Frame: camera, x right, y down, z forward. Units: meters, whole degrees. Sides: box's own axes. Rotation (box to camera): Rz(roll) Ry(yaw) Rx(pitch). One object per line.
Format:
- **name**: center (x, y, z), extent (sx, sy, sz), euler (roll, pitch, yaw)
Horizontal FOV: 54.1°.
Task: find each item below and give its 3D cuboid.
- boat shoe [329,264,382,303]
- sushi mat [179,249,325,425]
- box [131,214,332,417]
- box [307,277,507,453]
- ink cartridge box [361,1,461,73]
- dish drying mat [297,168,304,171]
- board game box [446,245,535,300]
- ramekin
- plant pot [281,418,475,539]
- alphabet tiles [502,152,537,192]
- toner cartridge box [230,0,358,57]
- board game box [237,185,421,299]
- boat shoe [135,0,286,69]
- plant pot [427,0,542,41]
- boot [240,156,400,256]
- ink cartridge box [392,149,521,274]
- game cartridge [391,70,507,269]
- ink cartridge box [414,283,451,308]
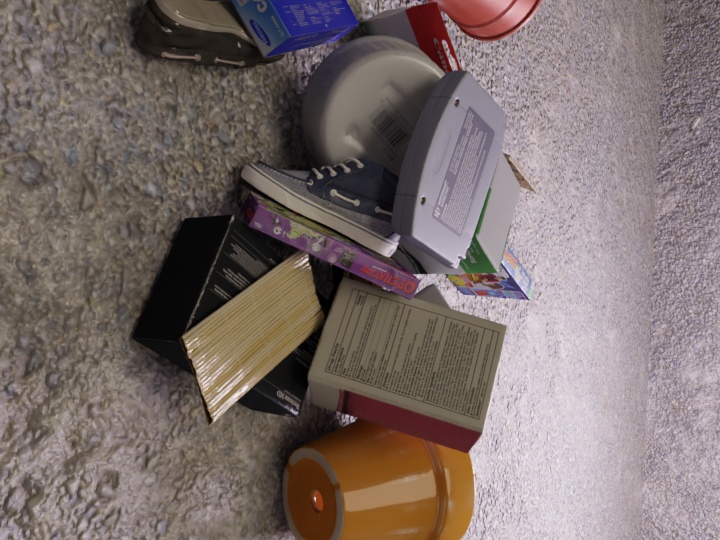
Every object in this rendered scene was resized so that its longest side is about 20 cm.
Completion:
- **boat shoe**: center (0.000, 0.000, 0.916), extent (0.067, 0.072, 0.202), euler (0, 114, -16)
- **sushi mat**: center (-0.101, 0.059, 0.718), extent (0.200, 0.012, 0.097), euler (-41, 123, -48)
- **box**: center (-0.126, 0.054, 0.758), extent (0.200, 0.078, 0.142), euler (46, 51, -46)
- **box**: center (0.052, 0.111, 0.811), extent (0.109, 0.198, 0.129), euler (92, 17, -64)
- **ink cartridge box**: center (0.079, -0.276, 0.967), extent (0.050, 0.200, 0.162), euler (-28, 113, -5)
- **dish drying mat**: center (-0.032, -0.061, 0.952), extent (0.200, 0.018, 0.078), euler (32, 63, -51)
- **board game box**: center (0.198, -0.011, 1.191), extent (0.200, 0.134, 0.035), euler (43, 59, -48)
- **ramekin**: center (0.030, -0.182, 0.873), extent (0.098, 0.199, 0.202), euler (-120, -168, -66)
- **plant pot**: center (0.010, 0.269, 0.879), extent (0.182, 0.199, 0.203), euler (0, 90, -40)
- **alphabet tiles**: center (0.166, -0.164, 1.023), extent (0.200, 0.166, 0.006), euler (27, 90, -57)
- **toner cartridge box**: center (-0.075, -0.309, 0.815), extent (0.096, 0.043, 0.200), euler (59, 30, -8)
- **board game box**: center (-0.038, -0.032, 0.786), extent (0.199, 0.120, 0.033), euler (25, 94, -20)
- **boat shoe**: center (-0.156, -0.247, 0.750), extent (0.067, 0.057, 0.199), euler (56, 28, 14)
- **plant pot**: center (0.169, -0.491, 1.119), extent (0.194, 0.199, 0.203), euler (1, 89, -48)
- **boot**: center (-0.031, -0.100, 0.814), extent (0.199, 0.073, 0.091), euler (26, 97, -12)
- **ink cartridge box**: center (0.099, -0.075, 0.959), extent (0.083, 0.198, 0.148), euler (48, 51, -41)
- **game cartridge**: center (0.103, -0.117, 0.813), extent (0.133, 0.041, 0.202), euler (31, 76, -51)
- **ink cartridge box**: center (0.107, 0.105, 0.979), extent (0.146, 0.087, 0.200), euler (56, 4, 7)
